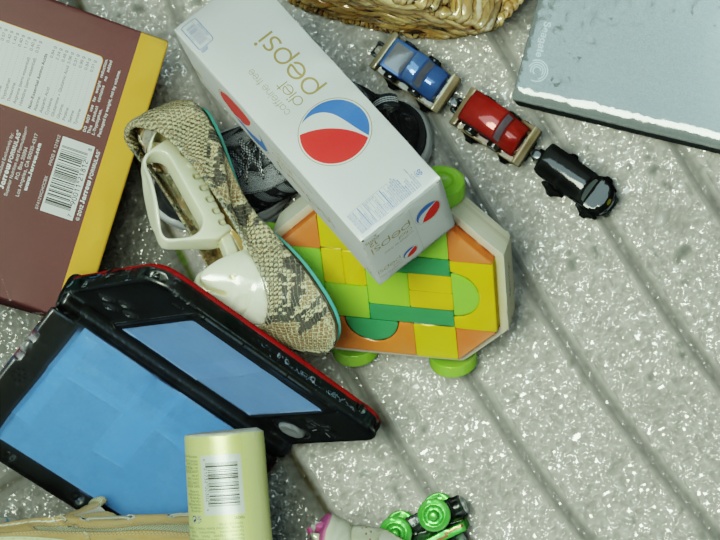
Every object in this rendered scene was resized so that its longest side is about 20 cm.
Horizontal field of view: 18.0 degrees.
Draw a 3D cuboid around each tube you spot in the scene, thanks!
[{"bbox_3d":[-0.079,0.200,1.414,0.052,0.058,0.202,-3,86,-15],"label":"tube"}]

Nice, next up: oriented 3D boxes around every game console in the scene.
[{"bbox_3d":[-0.119,0.099,1.452,0.172,0.200,0.119,-8,52,53],"label":"game console"}]

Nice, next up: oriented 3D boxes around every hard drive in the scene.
[{"bbox_3d":[0.213,-0.156,1.503,0.199,0.033,0.141,14,86,14],"label":"hard drive"}]

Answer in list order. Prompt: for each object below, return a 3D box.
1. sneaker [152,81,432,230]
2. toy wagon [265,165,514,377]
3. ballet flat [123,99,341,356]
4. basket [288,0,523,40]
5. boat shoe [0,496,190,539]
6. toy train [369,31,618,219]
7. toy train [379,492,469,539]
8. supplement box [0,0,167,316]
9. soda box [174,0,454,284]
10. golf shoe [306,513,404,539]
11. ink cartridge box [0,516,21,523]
[{"bbox_3d":[-0.057,-0.083,1.508,0.199,0.114,0.076,-14,73,10],"label":"sneaker"},{"bbox_3d":[0.000,0.000,1.475,0.198,0.156,0.040,5,41,13],"label":"toy wagon"},{"bbox_3d":[-0.092,-0.020,1.437,0.201,0.075,0.068,58,141,19],"label":"ballet flat"},{"bbox_3d":[0.053,-0.259,1.538,0.142,0.149,0.201,16,85,-19],"label":"basket"},{"bbox_3d":[-0.174,0.182,1.465,0.199,0.072,0.076,6,43,-16],"label":"boat shoe"},{"bbox_3d":[0.086,-0.097,1.516,0.199,0.046,0.034,35,91,15],"label":"toy train"},{"bbox_3d":[-0.013,0.208,1.502,0.199,0.042,0.057,-26,88,8],"label":"toy train"},{"bbox_3d":[-0.262,-0.088,1.505,0.199,0.133,0.199,18,86,-18],"label":"supplement box"},{"bbox_3d":[-0.029,-0.089,1.401,0.064,0.068,0.200,-38,65,-6],"label":"soda box"},{"bbox_3d":[-0.005,0.259,1.439,0.091,0.075,0.202,11,83,-12],"label":"golf shoe"},{"bbox_3d":[-0.287,0.210,1.478,0.059,0.200,0.105,2,83,14],"label":"ink cartridge box"}]
